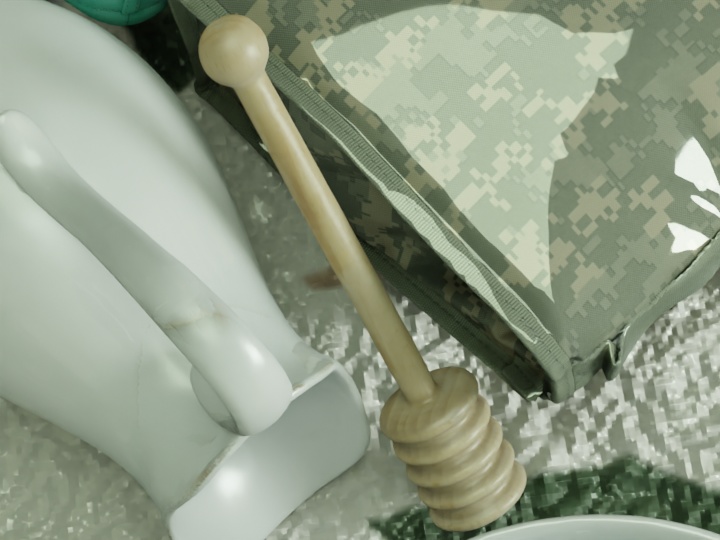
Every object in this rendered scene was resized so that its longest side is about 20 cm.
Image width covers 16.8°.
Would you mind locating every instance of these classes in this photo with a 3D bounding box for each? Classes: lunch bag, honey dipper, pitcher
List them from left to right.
[{"bbox_3d":[-0.089,-0.008,0.808,0.121,0.172,0.200,-39,76,-14],"label":"pitcher"},{"bbox_3d":[0.000,0.000,0.808,0.038,0.038,0.201,-31,116,-7],"label":"honey dipper"},{"bbox_3d":[0.060,-0.068,0.849,0.164,0.118,0.200,-42,71,-11],"label":"lunch bag"}]

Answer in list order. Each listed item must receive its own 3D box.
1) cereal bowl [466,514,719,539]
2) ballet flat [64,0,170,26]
[{"bbox_3d":[0.069,0.175,0.709,0.199,0.083,0.202,-1,73,3],"label":"cereal bowl"},{"bbox_3d":[-0.108,-0.150,0.895,0.067,0.071,0.200,-3,35,-18],"label":"ballet flat"}]
